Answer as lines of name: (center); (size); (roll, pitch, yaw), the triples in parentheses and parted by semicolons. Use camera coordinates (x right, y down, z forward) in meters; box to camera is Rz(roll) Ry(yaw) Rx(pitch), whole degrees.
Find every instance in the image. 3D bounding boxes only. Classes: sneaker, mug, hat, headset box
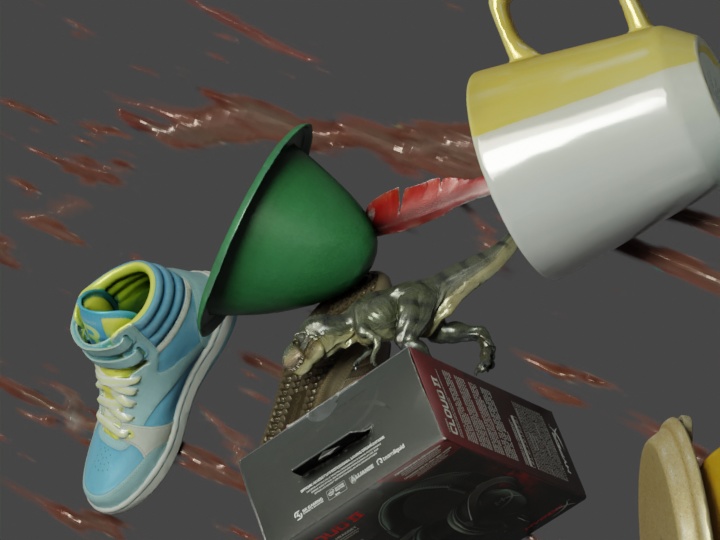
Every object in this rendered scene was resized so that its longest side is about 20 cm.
sneaker: (-0.182, 0.080, 1.838); (0.079, 0.130, 0.200); (24, 90, 37)
mug: (0.162, -0.104, 1.633); (0.153, 0.187, 0.150); (-21, 24, 20)
hat: (0.000, 0.000, 1.768); (0.176, 0.200, 0.166); (27, 47, 6)
sneaker: (-0.015, 0.096, 1.760); (0.070, 0.076, 0.200); (-5, 50, 44)
headset box: (0.030, 0.135, 1.623); (0.149, 0.200, 0.077); (-35, 57, 21)

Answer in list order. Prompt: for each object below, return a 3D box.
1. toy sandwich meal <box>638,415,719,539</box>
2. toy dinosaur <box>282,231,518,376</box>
toy sandwich meal: (0.220, 0.187, 1.512); (0.070, 0.205, 0.206); (-5, 68, -3)
toy dinosaur: (0.048, 0.039, 1.708); (0.200, 0.047, 0.088); (-26, 79, -11)
